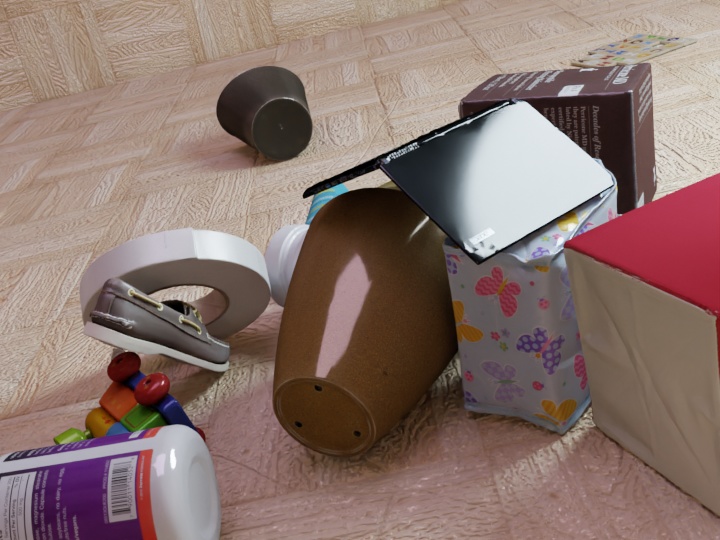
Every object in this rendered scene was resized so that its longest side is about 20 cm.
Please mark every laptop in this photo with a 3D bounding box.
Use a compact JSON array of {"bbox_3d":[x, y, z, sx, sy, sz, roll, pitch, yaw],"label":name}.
[{"bbox_3d":[0.080,-0.072,0.856,0.176,0.104,0.199,-27,7,-33],"label":"laptop"}]

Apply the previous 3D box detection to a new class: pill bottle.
[{"bbox_3d":[-0.214,0.188,0.752,0.197,0.114,0.113,-10,23,8],"label":"pill bottle"},{"bbox_3d":[0.000,0.000,1.061,0.198,0.117,0.116,3,27,34],"label":"pill bottle"}]

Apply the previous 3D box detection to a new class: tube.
[{"bbox_3d":[-0.045,-0.054,1.250,0.077,0.051,0.201,-27,22,16],"label":"tube"}]

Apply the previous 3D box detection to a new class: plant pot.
[{"bbox_3d":[0.000,0.059,0.875,0.184,0.188,0.201,-2,36,26],"label":"plant pot"}]

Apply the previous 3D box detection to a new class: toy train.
[{"bbox_3d":[-0.241,0.141,0.935,0.115,0.085,0.199,-39,31,-21],"label":"toy train"}]

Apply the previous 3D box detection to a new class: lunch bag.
[{"bbox_3d":[0.165,0.013,0.866,0.126,0.171,0.200,10,34,36],"label":"lunch bag"}]

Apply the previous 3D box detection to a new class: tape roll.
[{"bbox_3d":[-0.193,0.026,1.036,0.200,0.203,0.037,-14,62,-1],"label":"tape roll"}]

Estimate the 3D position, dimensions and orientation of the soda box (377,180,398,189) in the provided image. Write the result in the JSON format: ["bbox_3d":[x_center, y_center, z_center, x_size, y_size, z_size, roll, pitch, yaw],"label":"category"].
[{"bbox_3d":[0.085,-0.079,1.105,0.064,0.068,0.199,-28,11,-23],"label":"soda box"}]

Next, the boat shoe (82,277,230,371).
[{"bbox_3d":[-0.190,0.057,0.980,0.071,0.060,0.199,13,-7,32],"label":"boat shoe"}]

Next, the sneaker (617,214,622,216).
[{"bbox_3d":[0.243,-0.021,0.999,0.197,0.067,0.091,9,40,6],"label":"sneaker"}]

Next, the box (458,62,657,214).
[{"bbox_3d":[0.239,-0.145,1.174,0.198,0.166,0.166,0,21,24],"label":"box"}]

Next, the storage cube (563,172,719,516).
[{"bbox_3d":[0.279,0.045,0.727,0.178,0.173,0.200,-22,25,-17],"label":"storage cube"}]

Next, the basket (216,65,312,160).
[{"bbox_3d":[-0.162,-0.284,1.806,0.179,0.137,0.200,-21,27,-9],"label":"basket"}]

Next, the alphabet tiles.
[{"bbox_3d":[0.512,-0.421,1.891,0.198,0.008,0.167,-21,24,-18],"label":"alphabet tiles"}]
